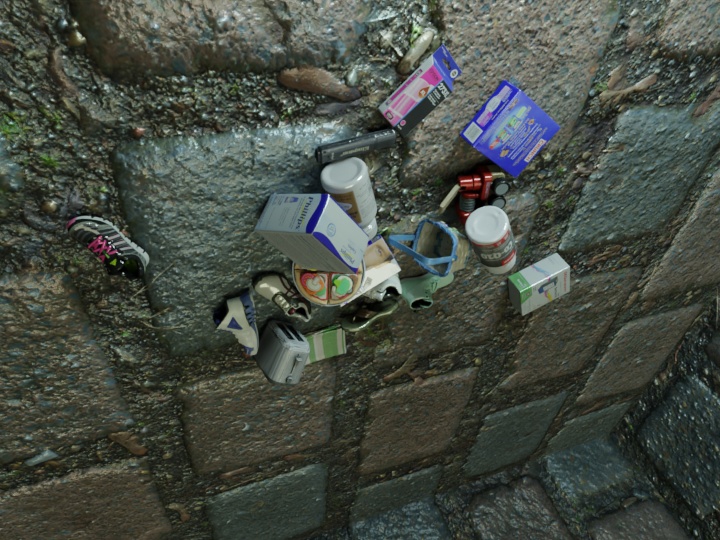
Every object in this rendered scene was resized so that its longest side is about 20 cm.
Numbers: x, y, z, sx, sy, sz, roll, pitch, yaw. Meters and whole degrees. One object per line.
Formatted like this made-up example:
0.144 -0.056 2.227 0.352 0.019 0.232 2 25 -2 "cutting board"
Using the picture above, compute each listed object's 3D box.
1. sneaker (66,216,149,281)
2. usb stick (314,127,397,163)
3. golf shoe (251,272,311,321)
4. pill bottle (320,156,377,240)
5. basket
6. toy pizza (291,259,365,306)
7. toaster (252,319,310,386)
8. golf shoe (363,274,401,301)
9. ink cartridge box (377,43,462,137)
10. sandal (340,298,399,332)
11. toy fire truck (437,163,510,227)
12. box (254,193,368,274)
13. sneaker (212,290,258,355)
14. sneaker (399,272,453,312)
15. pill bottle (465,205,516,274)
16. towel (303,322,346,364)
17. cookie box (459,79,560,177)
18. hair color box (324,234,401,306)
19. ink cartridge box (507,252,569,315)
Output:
-0.548 -0.041 1.132 0.073 0.088 0.200 -35 137 8 "sneaker"
-0.009 -0.291 1.203 0.198 0.033 0.056 -16 166 -12 "usb stick"
-0.207 0.073 1.417 0.077 0.088 0.199 -44 134 19 "golf shoe"
-0.020 -0.166 1.264 0.113 0.115 0.201 -23 137 -5 "pill bottle"
0.197 -0.064 1.437 0.199 0.176 0.140 -11 122 -36 "basket"
-0.085 0.003 1.380 0.198 0.032 0.202 -1 105 -4 "toy pizza"
-0.231 0.233 1.499 0.113 0.200 0.130 19 103 -39 "toaster"
0.032 0.046 1.506 0.198 0.098 0.079 -5 135 -21 "golf shoe"
0.142 -0.406 1.179 0.200 0.037 0.094 -43 135 13 "ink cartridge box"
0.024 0.128 1.605 0.200 0.080 0.058 -26 121 -12 "sandal"
0.294 -0.186 1.414 0.198 0.129 0.177 -6 135 -6 "toy fire truck"
-0.113 -0.087 1.221 0.184 0.199 0.106 42 64 -46 "box"
-0.347 0.146 1.429 0.114 0.081 0.201 -9 127 -14 "sneaker"
0.219 0.068 1.605 0.199 0.119 0.074 -13 134 -17 "sneaker"
0.361 -0.076 1.404 0.113 0.114 0.200 -34 144 6 "pill bottle"
-0.143 0.248 1.662 0.198 0.023 0.153 -17 137 -13 "towel"
0.383 -0.355 1.318 0.199 0.075 0.171 21 118 -39 "cookie box"
0.000 0.000 1.436 0.199 0.065 0.110 -32 102 2 "hair color box"
0.631 0.048 1.821 0.199 0.088 0.146 -27 137 -4 "ink cartridge box"
